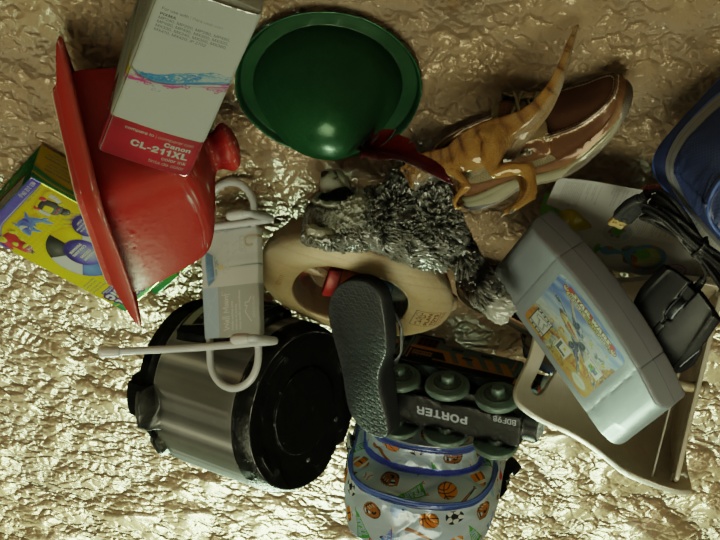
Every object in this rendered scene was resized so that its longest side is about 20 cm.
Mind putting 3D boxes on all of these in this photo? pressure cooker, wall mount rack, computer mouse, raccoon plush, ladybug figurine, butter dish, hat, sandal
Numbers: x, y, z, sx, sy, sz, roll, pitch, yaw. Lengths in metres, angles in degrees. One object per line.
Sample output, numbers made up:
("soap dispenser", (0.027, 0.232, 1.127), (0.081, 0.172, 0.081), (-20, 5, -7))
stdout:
("pressure cooker", (-0.129, 0.120, 1.626), (0.199, 0.180, 0.176), (13, 158, 39))
("wall mount rack", (-0.160, 0.013, 1.508), (0.172, 0.203, 0.074), (-6, 172, 30))
("computer mouse", (0.250, 0.017, 1.390), (0.141, 0.046, 0.200), (49, 155, 11))
("raccoon plush", (0.034, -0.013, 1.439), (0.133, 0.201, 0.097), (-33, 162, -8))
("ladybug figurine", (0.000, 0.000, 1.557), (0.198, 0.073, 0.136), (17, 141, -10))
("butter dish", (-0.177, -0.090, 1.417), (0.146, 0.201, 0.200), (-16, 145, -6))
("hat", (-0.031, -0.103, 1.353), (0.164, 0.177, 0.201), (17, 140, -13))
("sandal", (0.011, 0.074, 1.549), (0.076, 0.043, 0.201), (32, 144, 30))

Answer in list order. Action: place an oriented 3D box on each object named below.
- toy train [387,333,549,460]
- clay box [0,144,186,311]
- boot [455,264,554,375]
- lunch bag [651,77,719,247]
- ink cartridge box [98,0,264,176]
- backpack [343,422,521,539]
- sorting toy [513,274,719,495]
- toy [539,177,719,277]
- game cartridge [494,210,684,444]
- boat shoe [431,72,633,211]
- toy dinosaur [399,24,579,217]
("toy train", (0.097, 0.122, 1.630), (0.198, 0.114, 0.086), (10, 124, 18))
("clay box", (-0.259, -0.032, 1.587), (0.199, 0.048, 0.115), (30, 136, -23))
("boot", (0.170, 0.061, 1.599), (0.198, 0.075, 0.097), (18, 137, -14))
("lunch bag", (0.351, -0.066, 1.347), (0.136, 0.132, 0.200), (-45, 116, 7))
("ink cartridge box", (-0.136, -0.198, 1.284), (0.082, 0.147, 0.200), (18, 140, -13))
("backpack", (0.068, 0.212, 1.710), (0.197, 0.191, 0.156), (2, 125, 8))
("sorting toy", (0.241, 0.086, 1.523), (0.178, 0.107, 0.202), (12, 97, -3))
("toy", (0.259, -0.046, 1.472), (0.197, 0.048, 0.116), (6, 144, -8))
("game cartridge", (0.201, 0.051, 1.433), (0.041, 0.201, 0.133), (-31, 168, -19))
("boat shoe", (0.143, -0.117, 1.390), (0.199, 0.076, 0.072), (-29, 125, 34))
("toy dinosaur", (0.117, -0.104, 1.340), (0.199, 0.060, 0.107), (-30, 89, 25))
